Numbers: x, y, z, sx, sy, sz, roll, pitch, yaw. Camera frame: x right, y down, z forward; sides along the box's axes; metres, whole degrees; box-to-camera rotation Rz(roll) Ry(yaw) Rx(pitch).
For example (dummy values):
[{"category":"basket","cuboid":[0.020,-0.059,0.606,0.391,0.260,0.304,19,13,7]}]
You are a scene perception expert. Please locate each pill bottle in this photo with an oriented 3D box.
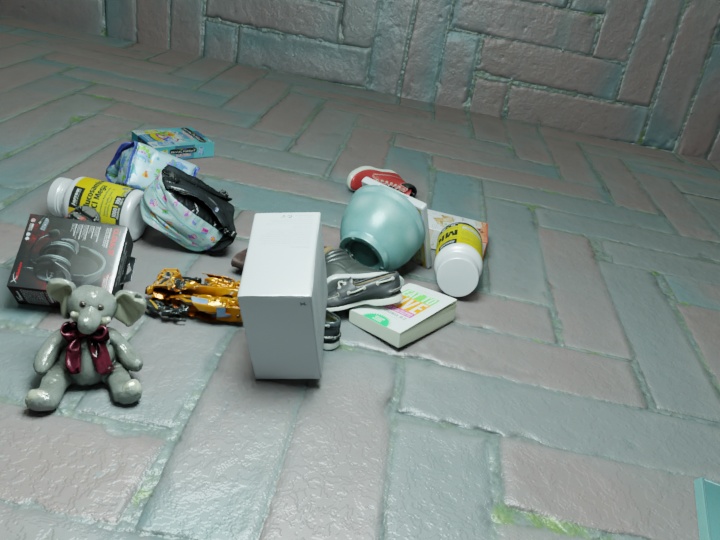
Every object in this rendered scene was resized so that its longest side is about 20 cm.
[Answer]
[{"category":"pill bottle","cuboid":[0.229,-0.027,1.551,0.112,0.116,0.201,12,27,3]},{"category":"pill bottle","cuboid":[-0.579,-0.141,1.470,0.196,0.114,0.113,13,27,6]}]

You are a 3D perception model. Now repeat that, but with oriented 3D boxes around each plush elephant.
[{"category":"plush elephant","cuboid":[-0.418,0.097,1.030,0.161,0.158,0.201,2,29,-16]}]

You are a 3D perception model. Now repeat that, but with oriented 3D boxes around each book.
[{"category":"book","cuboid":[0.089,0.088,1.367,0.132,0.049,0.198,23,30,35]}]

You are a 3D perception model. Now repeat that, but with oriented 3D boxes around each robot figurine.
[{"category":"robot figurine","cuboid":[-0.313,0.044,1.276,0.196,0.059,0.146,9,26,-5]}]

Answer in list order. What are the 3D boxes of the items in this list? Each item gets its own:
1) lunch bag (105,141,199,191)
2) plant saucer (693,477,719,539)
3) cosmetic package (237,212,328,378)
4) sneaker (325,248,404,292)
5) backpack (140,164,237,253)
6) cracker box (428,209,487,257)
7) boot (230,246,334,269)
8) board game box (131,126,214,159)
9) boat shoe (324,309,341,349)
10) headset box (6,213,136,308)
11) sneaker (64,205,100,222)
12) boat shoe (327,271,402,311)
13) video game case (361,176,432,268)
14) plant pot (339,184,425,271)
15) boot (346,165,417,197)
[{"category":"lunch bag","cuboid":[-0.503,-0.222,1.593,0.168,0.130,0.198,20,-13,-33]},{"category":"plant saucer","cuboid":[0.543,0.385,0.995,0.069,0.019,0.200,19,28,15]},{"category":"cosmetic package","cuboid":[-0.124,0.043,1.128,0.120,0.202,0.202,-1,43,1]},{"category":"sneaker","cuboid":[0.000,0.000,1.430,0.197,0.071,0.100,3,43,-29]},{"category":"backpack","cuboid":[-0.377,-0.131,1.460,0.199,0.127,0.168,33,20,-34]},{"category":"cracker box","cuboid":[0.234,-0.099,1.751,0.196,0.059,0.134,13,27,5]},{"category":"boot","cuboid":[-0.164,-0.029,1.453,0.164,0.073,0.200,24,34,20]},{"category":"board game box","cuboid":[-0.564,-0.382,2.003,0.198,0.048,0.150,-15,37,-40]},{"category":"boat shoe","cuboid":[-0.116,0.079,1.280,0.197,0.061,0.075,23,30,23]},{"category":"headset box","cuboid":[-0.514,-0.010,1.216,0.196,0.078,0.152,7,62,-6]},{"category":"sneaker","cuboid":[-0.592,-0.037,1.316,0.070,0.098,0.201,33,55,5]},{"category":"boat shoe","cuboid":[-0.014,0.042,1.340,0.196,0.062,0.074,-7,13,4]},{"category":"video game case","cuboid":[0.088,-0.112,1.582,0.180,0.202,0.023,29,59,31]},{"category":"plant pot","cuboid":[0.032,-0.071,1.504,0.197,0.202,0.135,21,51,19]},{"category":"boot","cuboid":[0.069,-0.247,1.961,0.197,0.074,0.144,-7,33,-37]}]
